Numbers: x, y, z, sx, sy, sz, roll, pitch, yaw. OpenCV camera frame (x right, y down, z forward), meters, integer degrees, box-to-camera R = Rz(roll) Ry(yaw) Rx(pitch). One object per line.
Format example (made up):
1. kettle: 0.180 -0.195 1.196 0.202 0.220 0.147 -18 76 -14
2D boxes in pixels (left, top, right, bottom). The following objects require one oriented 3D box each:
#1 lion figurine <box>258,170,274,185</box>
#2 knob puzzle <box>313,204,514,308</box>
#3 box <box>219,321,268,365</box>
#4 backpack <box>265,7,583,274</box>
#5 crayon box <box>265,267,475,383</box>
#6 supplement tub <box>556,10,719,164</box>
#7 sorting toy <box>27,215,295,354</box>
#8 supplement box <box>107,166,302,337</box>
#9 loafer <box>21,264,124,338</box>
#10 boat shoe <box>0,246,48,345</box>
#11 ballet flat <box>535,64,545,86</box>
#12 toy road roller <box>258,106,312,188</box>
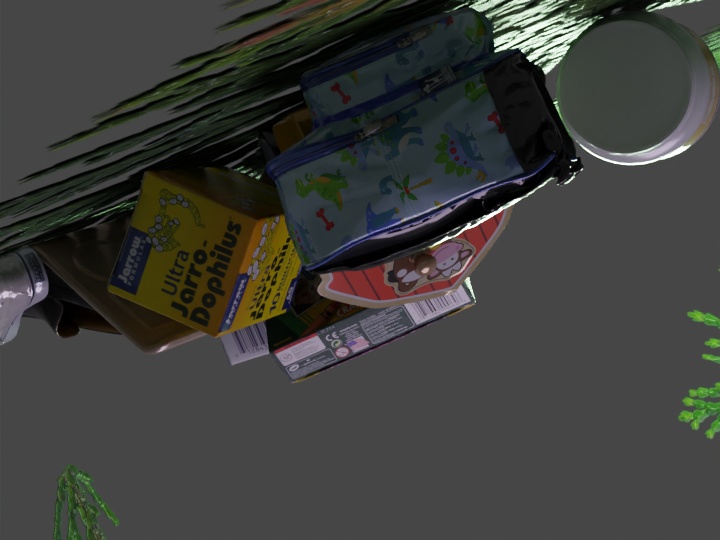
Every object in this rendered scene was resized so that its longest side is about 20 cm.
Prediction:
1. lion figurine: -0.094 -0.069 1.552 0.122 0.073 0.200 22 -146 31
2. knob puzzle: 0.052 -0.030 1.261 0.219 0.030 0.220 -20 141 -17
3. box: -0.092 0.001 1.942 0.183 0.105 0.200 -17 -151 5
4. backpack: 0.034 -0.090 1.086 0.200 0.147 0.183 -25 179 12
5. crayon box: 0.000 0.000 1.548 0.200 0.058 0.173 -24 -140 10
6. supplement tub: 0.270 -0.176 1.511 0.145 0.146 0.200 -22 179 18
7. sorting toy: -0.192 0.009 1.499 0.185 0.200 0.037 -20 135 -45
8. supplement box: -0.122 -0.021 1.375 0.109 0.109 0.200 22 -169 12
9. loafer: -0.298 0.032 1.571 0.200 0.072 0.073 -4 146 25
10. boat shoe: -0.373 0.039 1.513 0.086 0.075 0.202 -21 176 -33
11. ballet flat: 0.116 -0.130 1.472 0.068 0.068 0.200 -37 176 -38
12. toy road roller: 0.007 -0.076 1.275 0.123 0.146 0.200 -21 179 -15
